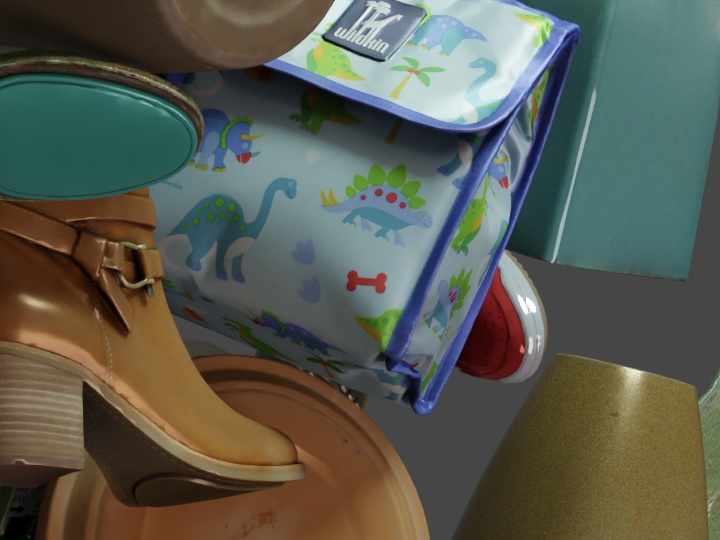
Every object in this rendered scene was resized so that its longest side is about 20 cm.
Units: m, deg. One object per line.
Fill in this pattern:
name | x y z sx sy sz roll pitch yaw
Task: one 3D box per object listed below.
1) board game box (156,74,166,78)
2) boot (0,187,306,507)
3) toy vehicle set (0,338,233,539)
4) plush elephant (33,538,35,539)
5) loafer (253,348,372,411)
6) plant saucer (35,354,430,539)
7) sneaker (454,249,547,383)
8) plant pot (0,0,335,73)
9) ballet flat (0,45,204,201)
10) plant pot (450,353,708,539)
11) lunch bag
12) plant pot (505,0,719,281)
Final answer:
board game box | -0.063 -0.173 1.278 0.200 0.023 0.105 -50 139 -16
boot | -0.103 0.022 1.146 0.199 0.076 0.156 11 69 -40
toy vehicle set | -0.156 0.091 1.327 0.199 0.026 0.125 8 106 -51
plush elephant | -0.078 0.153 1.293 0.200 0.164 0.155 -57 -177 -34
loafer | -0.015 0.035 1.418 0.200 0.067 0.076 -44 117 -50
plant saucer | -0.054 0.137 1.216 0.199 0.032 0.202 7 73 -23
sneaker | 0.000 0.000 1.316 0.112 0.200 0.072 -2 118 -40
plant pot | -0.097 -0.163 1.103 0.199 0.174 0.202 -17 116 -39
ballet flat | -0.166 -0.063 1.064 0.199 0.071 0.071 -8 121 -17
plant pot | 0.145 0.160 1.617 0.186 0.186 0.201 20 83 -52
lunch bag | -0.008 -0.059 1.234 0.201 0.169 0.128 -64 164 -14
plant pot | 0.115 -0.113 1.433 0.141 0.141 0.201 6 100 -51
